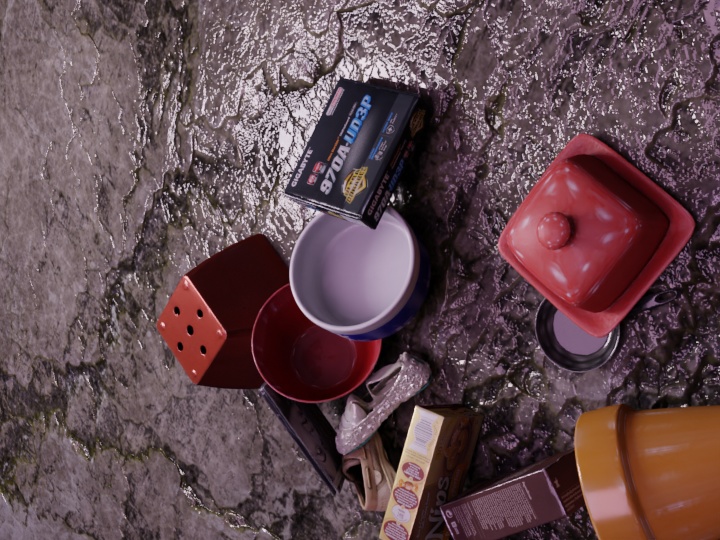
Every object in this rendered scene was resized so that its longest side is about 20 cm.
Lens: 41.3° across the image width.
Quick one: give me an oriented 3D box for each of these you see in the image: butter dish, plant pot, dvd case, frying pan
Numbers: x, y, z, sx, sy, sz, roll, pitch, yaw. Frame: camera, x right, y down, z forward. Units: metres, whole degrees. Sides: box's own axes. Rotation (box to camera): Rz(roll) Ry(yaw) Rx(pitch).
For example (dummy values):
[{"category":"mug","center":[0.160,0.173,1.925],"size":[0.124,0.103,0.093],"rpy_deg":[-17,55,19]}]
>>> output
[{"category":"butter dish","center":[0.260,-0.046,1.159],"size":[0.200,0.147,0.200],"rpy_deg":[46,113,26]},{"category":"plant pot","center":[0.376,0.241,1.119],"size":[0.182,0.200,0.201],"rpy_deg":[-21,85,25]},{"category":"dvd case","center":[-0.082,0.244,1.508],"size":[0.016,0.149,0.201],"rpy_deg":[-33,95,12]},{"category":"plant pot","center":[-0.221,0.084,1.606],"size":[0.200,0.176,0.200],"rpy_deg":[52,128,21]},{"category":"frying pan","center":[0.307,0.049,1.230],"size":[0.190,0.031,0.115],"rpy_deg":[-48,70,25]}]

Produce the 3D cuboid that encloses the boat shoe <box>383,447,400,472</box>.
[{"category":"boat shoe","center":[0.075,0.370,1.486],"size":[0.074,0.063,0.202],"rpy_deg":[111,144,-63]}]

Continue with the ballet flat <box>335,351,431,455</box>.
[{"category":"ballet flat","center":[0.021,0.195,1.450],"size":[0.200,0.072,0.072],"rpy_deg":[-44,69,13]}]

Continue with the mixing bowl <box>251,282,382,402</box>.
[{"category":"mixing bowl","center":[-0.063,0.120,1.491],"size":[0.201,0.200,0.108],"rpy_deg":[54,172,19]}]

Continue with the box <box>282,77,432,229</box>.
[{"category":"box","center":[-0.005,-0.173,1.387],"size":[0.158,0.046,0.201],"rpy_deg":[21,81,37]}]

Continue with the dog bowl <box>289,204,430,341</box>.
[{"category":"dog bowl","center":[0.000,0.000,1.401],"size":[0.199,0.079,0.201],"rpy_deg":[-8,71,22]}]

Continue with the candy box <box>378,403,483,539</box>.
[{"category":"candy box","center":[0.103,0.296,1.373],"size":[0.055,0.115,0.201],"rpy_deg":[19,96,37]}]

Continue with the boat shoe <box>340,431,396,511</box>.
[{"category":"boat shoe","center":[0.002,0.296,1.484],"size":[0.200,0.064,0.072],"rpy_deg":[-127,41,-57]}]

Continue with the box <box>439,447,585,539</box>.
[{"category":"box","center":[0.219,0.316,1.319],"size":[0.200,0.100,0.075],"rpy_deg":[-35,76,41]}]
